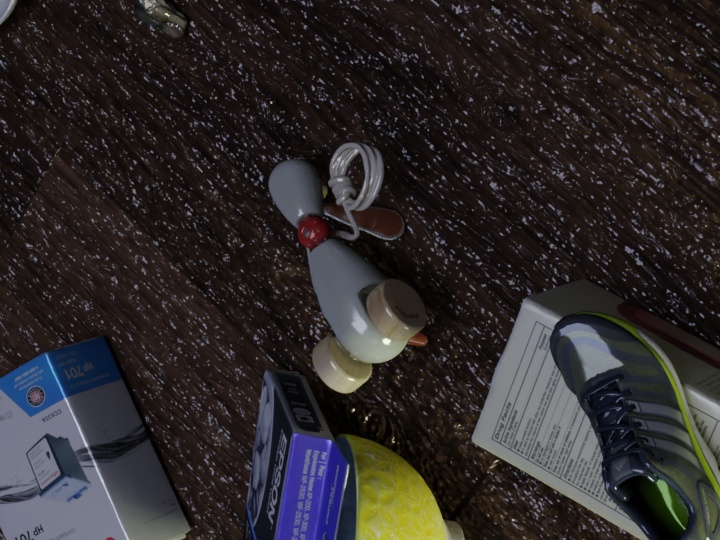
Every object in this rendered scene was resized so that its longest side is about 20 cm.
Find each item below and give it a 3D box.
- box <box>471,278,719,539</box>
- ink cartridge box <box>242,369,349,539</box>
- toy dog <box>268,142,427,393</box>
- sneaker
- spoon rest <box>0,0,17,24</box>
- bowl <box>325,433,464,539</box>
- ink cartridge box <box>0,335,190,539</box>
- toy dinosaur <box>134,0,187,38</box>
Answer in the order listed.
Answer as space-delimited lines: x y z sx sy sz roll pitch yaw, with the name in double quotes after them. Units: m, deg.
0.206 0.110 1.515 0.200 0.109 0.128 30 113 25 "box"
-0.059 0.208 1.669 0.043 0.200 0.198 5 106 -14 "ink cartridge box"
0.000 0.000 1.654 0.132 0.096 0.200 -16 75 37 "toy dog"
0.194 0.116 1.410 0.074 0.081 0.200 -41 77 30 "sneaker"
-0.386 -0.246 1.856 0.200 0.061 0.099 -26 85 34 "spoon rest"
0.023 0.238 1.645 0.108 0.200 0.200 8 109 -13 "bowl"
-0.266 0.182 1.846 0.146 0.086 0.200 -29 82 33 "ink cartridge box"
-0.188 -0.299 1.729 0.088 0.047 0.200 -30 80 40 "toy dinosaur"
